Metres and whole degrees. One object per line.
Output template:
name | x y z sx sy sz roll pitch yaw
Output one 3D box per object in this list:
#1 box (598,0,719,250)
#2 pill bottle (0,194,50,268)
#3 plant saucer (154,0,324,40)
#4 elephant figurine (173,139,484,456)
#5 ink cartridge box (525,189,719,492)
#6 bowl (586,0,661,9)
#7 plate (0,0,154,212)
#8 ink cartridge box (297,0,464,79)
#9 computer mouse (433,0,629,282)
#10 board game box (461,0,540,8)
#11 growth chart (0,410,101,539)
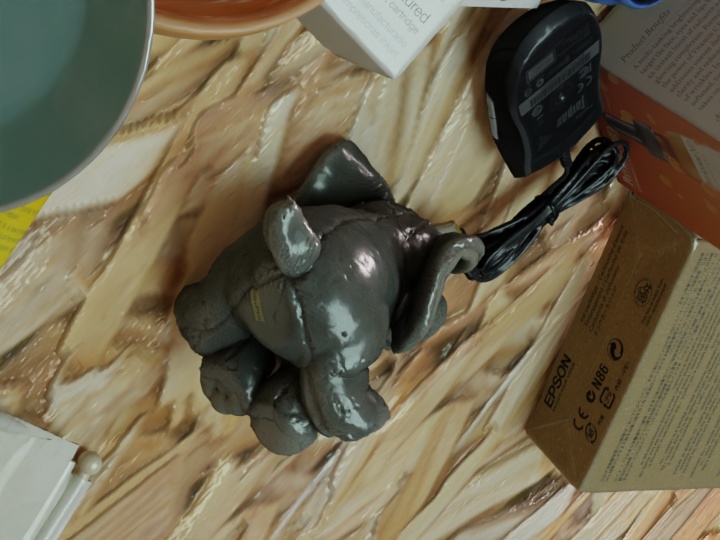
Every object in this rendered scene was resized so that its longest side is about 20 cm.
box | 0.247 -0.081 1.775 0.106 0.200 0.153 -46 147 -13
pill bottle | -0.186 -0.063 1.316 0.201 0.111 0.111 -55 148 4
plant saucer | -0.082 -0.193 1.288 0.200 0.201 0.037 -33 180 -29
elephant figurine | 0.000 0.000 1.629 0.200 0.155 0.142 -38 103 -41
ink cartridge box | 0.221 0.046 1.949 0.164 0.075 0.201 1 121 -39
bowl | 0.175 -0.239 1.639 0.201 0.039 0.201 -48 153 -34
plate | -0.180 -0.120 1.226 0.026 0.199 0.201 -61 173 -67
ink cartridge box | 0.020 -0.218 1.411 0.200 0.083 0.145 -49 118 -6
computer mouse | 0.085 -0.079 1.723 0.140 0.046 0.200 -42 151 -10
board game box | 0.048 -0.204 1.557 0.199 0.035 0.127 -5 123 -50
growth chart | -0.214 0.127 1.548 0.145 0.018 0.200 -52 148 -1
